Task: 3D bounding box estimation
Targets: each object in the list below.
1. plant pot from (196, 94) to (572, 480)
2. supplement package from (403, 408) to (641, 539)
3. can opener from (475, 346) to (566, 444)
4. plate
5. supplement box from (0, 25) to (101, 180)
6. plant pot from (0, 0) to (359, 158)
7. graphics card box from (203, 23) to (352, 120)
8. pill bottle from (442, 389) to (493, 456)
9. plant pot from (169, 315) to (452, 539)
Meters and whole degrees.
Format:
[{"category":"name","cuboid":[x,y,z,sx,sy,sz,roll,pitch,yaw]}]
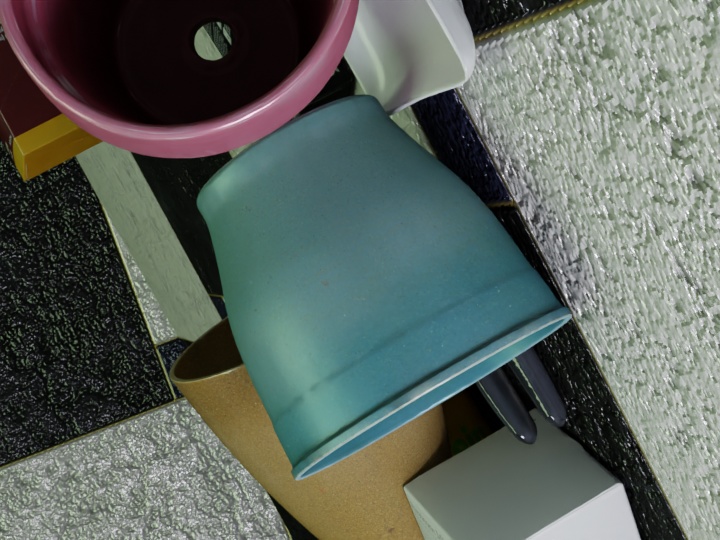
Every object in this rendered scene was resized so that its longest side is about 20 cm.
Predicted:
[{"category":"plant pot","cuboid":[0.000,0.000,1.077,0.188,0.200,0.200,60,167,8]},{"category":"supplement package","cuboid":[0.133,0.225,1.233,0.121,0.120,0.200,42,158,57]},{"category":"can opener","cuboid":[0.078,0.028,1.187,0.063,0.079,0.200,-45,75,37]},{"category":"plate","cuboid":[0.000,-0.194,1.023,0.200,0.032,0.200,62,167,-5]},{"category":"supplement box","cuboid":[-0.306,-0.233,1.749,0.200,0.197,0.133,61,167,2]},{"category":"plant pot","cuboid":[-0.097,-0.153,1.003,0.200,0.200,0.179,58,176,9]},{"category":"graphics card box","cuboid":[-0.079,-0.187,1.307,0.200,0.051,0.125,58,167,15]},{"category":"pill bottle","cuboid":[0.044,0.133,1.394,0.200,0.111,0.111,59,167,6]},{"category":"plant pot","cuboid":[-0.014,0.115,1.274,0.200,0.186,0.186,62,167,-13]}]
